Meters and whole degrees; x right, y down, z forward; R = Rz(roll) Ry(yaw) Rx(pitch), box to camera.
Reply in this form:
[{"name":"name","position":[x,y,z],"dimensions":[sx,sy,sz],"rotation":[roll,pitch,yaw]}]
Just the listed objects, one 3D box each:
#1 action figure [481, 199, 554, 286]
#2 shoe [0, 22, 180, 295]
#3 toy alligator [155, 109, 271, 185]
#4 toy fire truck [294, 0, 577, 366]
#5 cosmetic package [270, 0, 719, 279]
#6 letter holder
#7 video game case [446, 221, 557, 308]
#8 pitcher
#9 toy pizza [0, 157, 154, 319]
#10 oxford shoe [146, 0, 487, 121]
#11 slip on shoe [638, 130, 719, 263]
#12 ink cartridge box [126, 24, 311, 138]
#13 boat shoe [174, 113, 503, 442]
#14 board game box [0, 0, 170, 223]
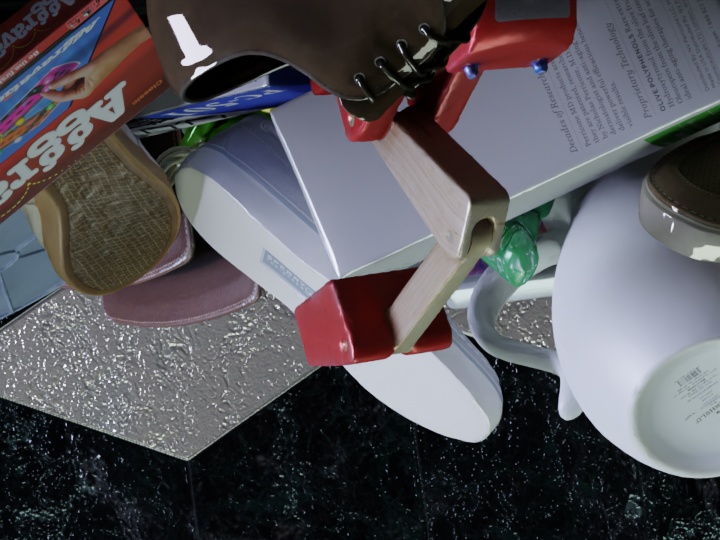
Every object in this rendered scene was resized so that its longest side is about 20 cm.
[{"name":"action figure","position":[0.046,-0.057,1.078],"dimensions":[0.117,0.055,0.200],"rotation":[-17,-142,-7]},{"name":"shoe","position":[-0.133,-0.050,1.009],"dimensions":[0.070,0.054,0.200],"rotation":[-29,155,-6]},{"name":"toy alligator","position":[-0.076,-0.085,1.190],"dimensions":[0.054,0.060,0.200],"rotation":[36,-154,16]},{"name":"toy fire truck","position":[0.026,-0.050,0.828],"dimensions":[0.048,0.142,0.200],"rotation":[-7,168,-27]},{"name":"cosmetic package","position":[0.073,-0.074,0.949],"dimensions":[0.199,0.085,0.108],"rotation":[-26,175,15]},{"name":"letter holder","position":[-0.157,-0.031,1.345],"dimensions":[0.100,0.144,0.199],"rotation":[-7,179,-35]},{"name":"video game case","position":[0.137,-0.068,1.183],"dimensions":[0.198,0.183,0.024],"rotation":[-7,142,4]},{"name":"pitcher","position":[0.128,0.018,1.023],"dimensions":[0.171,0.121,0.201],"rotation":[-42,-150,20]},{"name":"toy pizza","position":[-0.198,-0.016,1.130],"dimensions":[0.199,0.032,0.200],"rotation":[-28,168,-7]},{"name":"oxford shoe","position":[0.020,-0.094,0.707],"dimensions":[0.198,0.085,0.073],"rotation":[-10,177,27]},{"name":"slip on shoe","position":[0.205,-0.059,0.952],"dimensions":[0.199,0.061,0.076],"rotation":[-15,-140,-28]},{"name":"ink cartridge box","position":[-0.081,-0.095,1.038],"dimensions":[0.199,0.045,0.094],"rotation":[-9,-179,45]},{"name":"boat shoe","position":[0.000,0.000,1.055],"dimensions":[0.069,0.199,0.072],"rotation":[-45,165,-29]},{"name":"board game box","position":[-0.163,-0.036,0.837],"dimensions":[0.200,0.019,0.103],"rotation":[-39,163,-2]}]
